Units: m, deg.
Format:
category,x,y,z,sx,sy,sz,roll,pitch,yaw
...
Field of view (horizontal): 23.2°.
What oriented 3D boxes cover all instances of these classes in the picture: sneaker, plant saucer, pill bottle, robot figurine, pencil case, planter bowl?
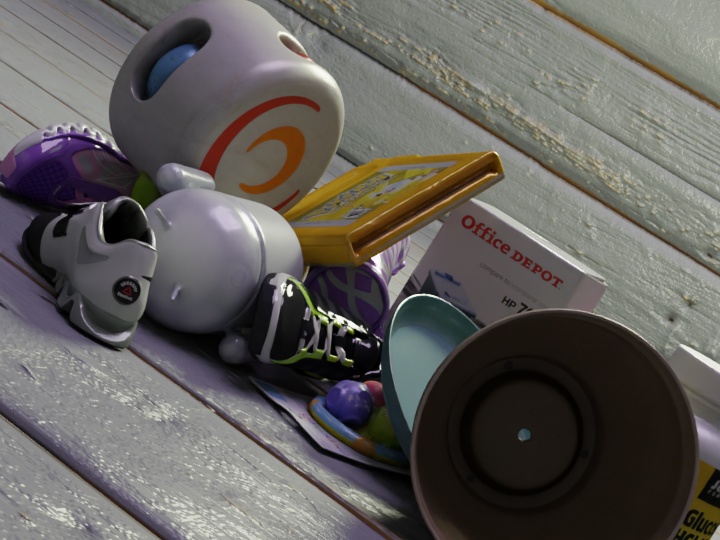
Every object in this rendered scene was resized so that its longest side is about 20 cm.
category,x,y,z,sx,sy,sz,roll,pitch,yaw
sneaker,-0.231,-0.068,1.558,0.200,0.080,0.089,13,43,-54
sneaker,-0.025,0.049,1.395,0.082,0.072,0.200,10,-6,18
plant saucer,0.075,0.115,1.384,0.200,0.027,0.201,40,35,-36
pill bottle,0.227,0.163,1.342,0.112,0.200,0.112,30,7,-4
robot figurine,-0.117,-0.005,1.405,0.170,0.113,0.200,67,15,11
pencil case,0.000,0.000,1.573,0.085,0.084,0.200,42,21,-9
sneaker,-0.190,-0.018,1.298,0.074,0.089,0.200,25,7,-31
planter bowl,0.127,0.124,1.255,0.200,0.201,0.135,31,-1,-5

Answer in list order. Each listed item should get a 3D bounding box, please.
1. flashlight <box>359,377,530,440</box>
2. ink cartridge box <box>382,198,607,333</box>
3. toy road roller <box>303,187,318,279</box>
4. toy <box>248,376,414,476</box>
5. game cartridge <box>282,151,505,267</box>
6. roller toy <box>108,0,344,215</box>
category,x,y,z,sx,sy,sz,roll,pitch,yaw
flashlight,0.064,0.118,1.519,0.200,0.068,0.068,36,7,26
ink cartridge box,0.108,0.054,1.600,0.146,0.200,0.086,34,7,23
toy road roller,-0.130,-0.051,1.676,0.200,0.123,0.146,35,19,25
toy,0.019,0.120,1.387,0.200,0.047,0.115,26,7,-41
game cartridge,0.002,-0.056,1.536,0.200,0.176,0.033,5,-59,56
roller toy,-0.118,-0.138,1.531,0.199,0.183,0.140,-16,49,-35
